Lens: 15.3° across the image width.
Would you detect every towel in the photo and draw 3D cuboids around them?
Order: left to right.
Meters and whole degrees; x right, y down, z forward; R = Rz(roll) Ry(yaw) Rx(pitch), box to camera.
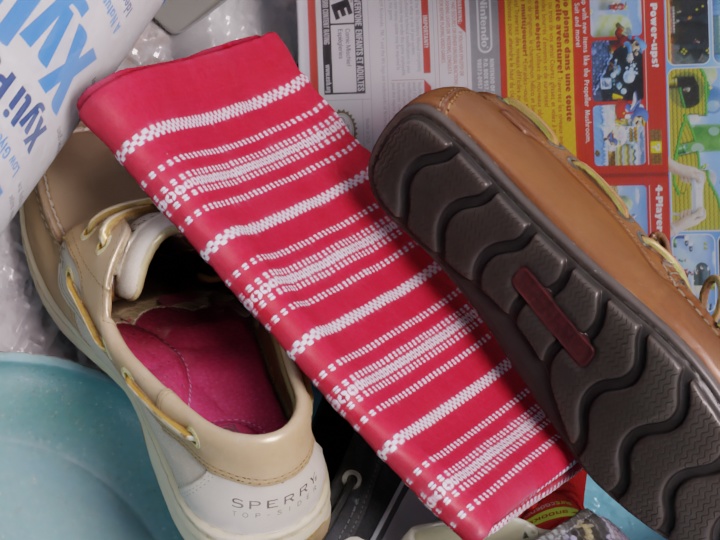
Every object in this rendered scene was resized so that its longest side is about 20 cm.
[{"bbox_3d":[0.000,0.000,0.923,0.200,0.022,0.145,48,25,9],"label":"towel"}]

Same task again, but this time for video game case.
[{"bbox_3d":[0.073,-0.043,0.980,0.017,0.199,0.144,-13,102,-70],"label":"video game case"}]

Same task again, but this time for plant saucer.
[{"bbox_3d":[-0.121,0.129,0.920,0.199,0.036,0.201,9,71,-26],"label":"plant saucer"}]

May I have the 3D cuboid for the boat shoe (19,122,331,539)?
[{"bbox_3d":[-0.063,0.008,0.921,0.073,0.069,0.200,-19,51,-21],"label":"boat shoe"}]

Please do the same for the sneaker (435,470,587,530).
[{"bbox_3d":[0.064,0.092,0.996,0.077,0.085,0.201,15,70,-24],"label":"sneaker"}]

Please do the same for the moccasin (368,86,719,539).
[{"bbox_3d":[0.087,0.017,0.927,0.201,0.074,0.078,45,37,21],"label":"moccasin"}]

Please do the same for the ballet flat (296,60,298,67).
[{"bbox_3d":[0.069,-0.042,1.039,0.199,0.068,0.069,20,28,-20],"label":"ballet flat"}]

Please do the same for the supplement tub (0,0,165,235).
[{"bbox_3d":[-0.155,-0.077,0.904,0.132,0.132,0.200,37,66,-13],"label":"supplement tub"}]

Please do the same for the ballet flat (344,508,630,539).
[{"bbox_3d":[0.019,0.116,0.870,0.200,0.072,0.072,-10,80,-43],"label":"ballet flat"}]

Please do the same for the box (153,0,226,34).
[{"bbox_3d":[-0.036,-0.209,1.008,0.109,0.128,0.200,39,63,-13],"label":"box"}]

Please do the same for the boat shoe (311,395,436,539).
[{"bbox_3d":[-0.018,0.099,0.929,0.057,0.069,0.200,39,54,-10],"label":"boat shoe"}]
